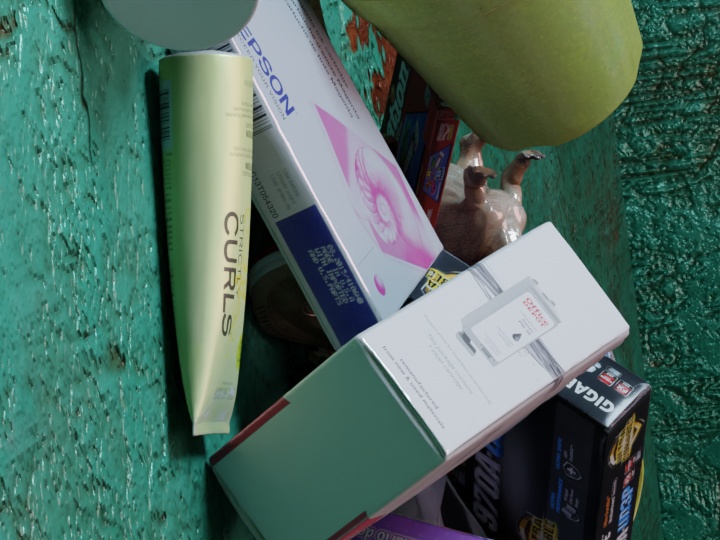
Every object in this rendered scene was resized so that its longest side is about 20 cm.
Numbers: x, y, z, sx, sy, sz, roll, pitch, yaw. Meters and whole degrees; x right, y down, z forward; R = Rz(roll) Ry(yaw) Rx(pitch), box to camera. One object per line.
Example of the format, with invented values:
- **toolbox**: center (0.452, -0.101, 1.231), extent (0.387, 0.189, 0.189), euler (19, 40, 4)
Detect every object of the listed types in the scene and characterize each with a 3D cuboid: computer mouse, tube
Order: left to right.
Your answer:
- **tube**: center (-0.079, -0.013, 1.514), extent (0.058, 0.052, 0.201), euler (2, 86, -38)
- **computer mouse**: center (0.024, 0.132, 1.772), extent (0.044, 0.109, 0.200), euler (-47, 133, -17)

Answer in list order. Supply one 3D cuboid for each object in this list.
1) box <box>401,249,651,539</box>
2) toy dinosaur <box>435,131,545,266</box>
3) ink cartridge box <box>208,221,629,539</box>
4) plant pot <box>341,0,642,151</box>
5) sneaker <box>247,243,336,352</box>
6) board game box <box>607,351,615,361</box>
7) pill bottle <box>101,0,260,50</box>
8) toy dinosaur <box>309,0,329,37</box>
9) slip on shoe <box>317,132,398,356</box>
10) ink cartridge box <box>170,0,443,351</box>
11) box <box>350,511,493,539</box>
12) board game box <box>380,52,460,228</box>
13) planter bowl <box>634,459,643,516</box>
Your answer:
- **box**: center (0.096, 0.099, 1.754), extent (0.046, 0.159, 0.200), euler (-42, 153, -28)
- **toy dinosaur**: center (0.063, -0.029, 1.962), extent (0.200, 0.086, 0.136), euler (42, -58, 48)
- **ink cartridge box**: center (0.034, 0.069, 1.577), extent (0.083, 0.146, 0.200), euler (54, 39, 6)
- **plant pot**: center (0.083, -0.177, 1.729), extent (0.190, 0.199, 0.201), euler (54, 29, -42)
- **sneaker**: center (-0.022, -0.017, 1.739), extent (0.200, 0.071, 0.113), euler (29, 44, -64)
- **board game box**: center (0.095, 0.148, 1.877), extent (0.034, 0.134, 0.201), euler (60, 32, -67)
- **pill bottle**: center (-0.078, -0.200, 1.454), extent (0.200, 0.108, 0.109), euler (-81, 161, -52)
- **toy dinosaur**: center (-0.050, -0.214, 1.768), extent (0.200, 0.060, 0.107), euler (58, 43, -45)
- **slip on shoe**: center (0.000, 0.000, 1.855), extent (0.074, 0.061, 0.201), euler (55, 33, -71)
- **ink cartridge box**: center (-0.021, -0.076, 1.654), extent (0.197, 0.043, 0.200), euler (61, 22, -10)
- **box**: center (0.030, 0.181, 1.711), extent (0.200, 0.136, 0.039), euler (53, 53, -68)
- **board game box**: center (0.031, -0.061, 1.904), extent (0.103, 0.019, 0.201), euler (-104, -160, -46)
- **planter bowl**: center (0.101, 0.181, 1.954), extent (0.083, 0.201, 0.201), euler (33, 31, -13)
